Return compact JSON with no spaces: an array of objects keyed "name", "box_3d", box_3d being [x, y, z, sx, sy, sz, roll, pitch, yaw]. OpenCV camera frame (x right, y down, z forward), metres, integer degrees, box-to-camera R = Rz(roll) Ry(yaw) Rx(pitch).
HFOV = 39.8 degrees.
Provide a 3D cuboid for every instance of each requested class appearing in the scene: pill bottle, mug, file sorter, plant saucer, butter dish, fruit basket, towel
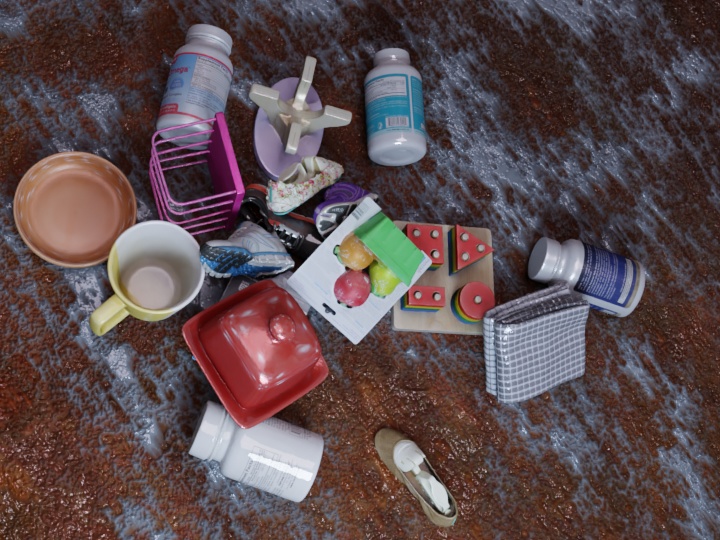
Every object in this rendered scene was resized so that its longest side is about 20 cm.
[{"name":"pill bottle","box_3d":[0.063,-0.304,1.840,0.110,0.111,0.202,2,74,-16]},{"name":"mug","box_3d":[-0.351,0.016,1.601,0.185,0.153,0.151,-8,77,-18]},{"name":"pill bottle","box_3d":[-0.284,-0.323,1.742,0.108,0.109,0.202,14,71,-12]},{"name":"pill bottle","box_3d":[-0.169,0.286,1.599,0.198,0.114,0.115,22,69,-10]},{"name":"pill bottle","box_3d":[0.419,0.006,1.857,0.198,0.111,0.112,18,70,-11]},{"name":"file sorter","box_3d":[-0.278,-0.148,1.647,0.124,0.200,0.140,-14,79,-17]},{"name":"plant saucer","box_3d":[-0.474,-0.099,1.660,0.198,0.037,0.203,4,74,-16]},{"name":"butter dish","box_3d":[-0.144,0.109,1.558,0.199,0.148,0.200,-29,82,-34]},{"name":"fruit basket","box_3d":[0.000,0.000,1.698,0.200,0.094,0.185,-44,118,7]},{"name":"towel","box_3d":[0.317,0.132,1.770,0.198,0.085,0.167,-17,115,-21]}]

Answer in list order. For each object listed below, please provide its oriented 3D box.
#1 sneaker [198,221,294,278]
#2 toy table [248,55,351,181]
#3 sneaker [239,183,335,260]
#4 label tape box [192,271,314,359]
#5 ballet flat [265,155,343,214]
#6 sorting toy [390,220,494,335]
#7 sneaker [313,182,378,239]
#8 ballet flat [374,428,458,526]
[{"name":"sneaker","box_3d":[-0.193,-0.039,1.602,0.199,0.075,0.087,8,58,-57]},{"name":"toy table","box_3d":[-0.117,-0.272,1.775,0.182,0.117,0.202,3,73,-16]},{"name":"sneaker","box_3d":[-0.136,-0.066,1.716,0.199,0.077,0.082,34,30,4]},{"name":"label tape box","box_3d":[-0.176,0.086,1.681,0.142,0.066,0.201,28,67,-7]},{"name":"ballet flat","box_3d":[-0.093,-0.161,1.722,0.200,0.075,0.065,-42,128,-48]},{"name":"sorting toy","box_3d":[0.157,0.007,1.801,0.196,0.070,0.202,4,73,-16]},{"name":"sneaker","box_3d":[-0.042,-0.110,1.740,0.083,0.200,0.081,35,111,10]},{"name":"ballet flat","box_3d":[0.101,0.347,1.685,0.068,0.072,0.201,-33,86,-23]}]
